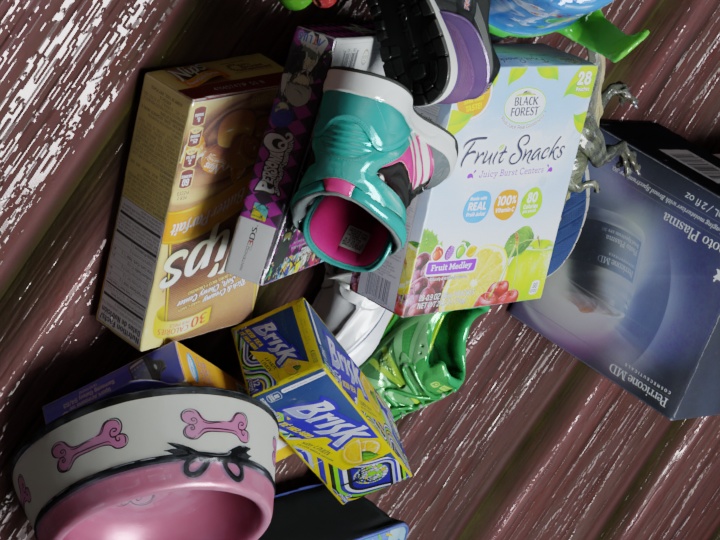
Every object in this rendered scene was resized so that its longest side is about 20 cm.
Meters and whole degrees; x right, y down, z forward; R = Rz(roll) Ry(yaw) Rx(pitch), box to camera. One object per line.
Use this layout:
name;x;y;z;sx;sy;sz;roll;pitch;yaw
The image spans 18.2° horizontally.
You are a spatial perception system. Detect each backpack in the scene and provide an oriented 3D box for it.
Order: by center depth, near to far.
backpack;-0.051;0.296;1.895;0.183;0.147;0.200;-15;133;-39

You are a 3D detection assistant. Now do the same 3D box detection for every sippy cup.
sippy cup;0.140;-0.238;1.651;0.178;0.130;0.140;13;93;-17

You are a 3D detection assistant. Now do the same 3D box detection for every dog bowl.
dog bowl;-0.151;0.163;1.638;0.200;0.074;0.200;-10;151;-6

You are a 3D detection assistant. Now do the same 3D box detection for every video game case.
video game case;-0.027;-0.089;1.623;0.200;0.036;0.181;-25;133;-72

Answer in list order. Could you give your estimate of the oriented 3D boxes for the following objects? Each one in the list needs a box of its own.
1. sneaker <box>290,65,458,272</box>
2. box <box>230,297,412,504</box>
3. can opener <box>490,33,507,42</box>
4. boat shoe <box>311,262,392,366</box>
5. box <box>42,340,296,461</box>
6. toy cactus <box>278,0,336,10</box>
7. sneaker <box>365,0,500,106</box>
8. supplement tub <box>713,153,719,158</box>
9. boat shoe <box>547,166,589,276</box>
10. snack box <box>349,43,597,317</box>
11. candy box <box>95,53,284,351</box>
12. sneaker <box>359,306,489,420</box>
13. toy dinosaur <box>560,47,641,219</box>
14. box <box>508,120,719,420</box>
sneaker;0.011;-0.055;1.554;0.200;0.084;0.121;36;68;-68
box;-0.028;0.103;1.728;0.064;0.070;0.200;-24;145;9
can opener;0.146;-0.259;1.749;0.200;0.063;0.079;-47;144;-12
boat shoe;0.000;0.000;1.791;0.200;0.074;0.065;-56;137;-13
box;-0.145;0.115;1.678;0.119;0.041;0.200;-26;147;15
toy cactus;0.020;-0.254;1.516;0.200;0.165;0.102;-62;176;2
sneaker;0.048;-0.216;1.605;0.088;0.076;0.200;-10;90;-49
supplement tub;0.393;-0.047;2.150;0.200;0.145;0.145;-11;126;-46
boat shoe;0.145;-0.088;1.879;0.072;0.072;0.200;-25;130;-39
snack box;0.088;-0.073;1.738;0.169;0.068;0.200;-8;115;-46
candy box;-0.115;-0.050;1.611;0.115;0.055;0.200;-15;128;-45
sneaker;0.038;0.087;1.885;0.074;0.084;0.200;17;105;-55
toy dinosaur;0.187;-0.114;1.816;0.088;0.047;0.200;-4;112;-40
box;0.268;-0.002;1.987;0.123;0.200;0.198;-3;120;-50
